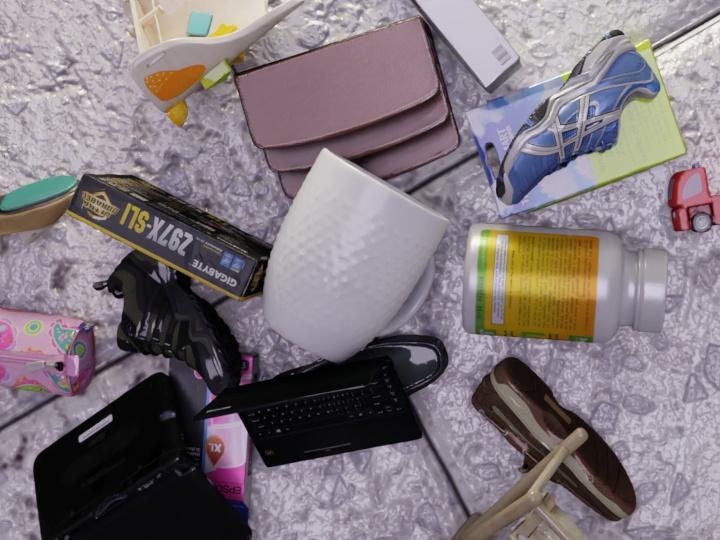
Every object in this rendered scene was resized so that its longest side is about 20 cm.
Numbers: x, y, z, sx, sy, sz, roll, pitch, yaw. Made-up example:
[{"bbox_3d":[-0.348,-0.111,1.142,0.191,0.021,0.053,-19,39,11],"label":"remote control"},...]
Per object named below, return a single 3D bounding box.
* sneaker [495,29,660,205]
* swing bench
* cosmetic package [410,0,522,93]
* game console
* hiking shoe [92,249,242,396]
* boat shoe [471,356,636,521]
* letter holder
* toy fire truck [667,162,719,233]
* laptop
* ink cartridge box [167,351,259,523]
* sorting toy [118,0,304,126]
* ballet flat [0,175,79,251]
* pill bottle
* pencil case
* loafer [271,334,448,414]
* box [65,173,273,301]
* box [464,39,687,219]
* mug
[{"bbox_3d":[0.209,-0.137,1.406,0.077,0.076,0.200,42,98,9],"label":"sneaker"},{"bbox_3d":[0.200,0.303,1.410,0.199,0.130,0.200,46,129,4],"label":"swing bench"},{"bbox_3d":[0.084,-0.273,1.465,0.050,0.083,0.201,-39,86,10],"label":"cosmetic package"},{"bbox_3d":[-0.235,0.240,1.536,0.199,0.116,0.177,-34,49,18],"label":"game console"},{"bbox_3d":[-0.200,0.065,1.509,0.100,0.076,0.201,-39,64,7],"label":"hiking shoe"},{"bbox_3d":[0.195,0.183,1.480,0.203,0.075,0.075,49,120,3],"label":"boat shoe"},{"bbox_3d":[-0.009,-0.158,1.474,0.197,0.101,0.144,-16,92,9],"label":"letter holder"},{"bbox_3d":[0.400,-0.120,1.440,0.197,0.049,0.143,-9,90,9],"label":"toy fire truck"},{"bbox_3d":[-0.046,0.154,1.420,0.175,0.104,0.201,-11,133,12],"label":"laptop"},{"bbox_3d":[-0.162,0.185,1.543,0.093,0.037,0.203,4,95,8],"label":"ink cartridge box"},{"bbox_3d":[-0.143,-0.251,1.463,0.178,0.201,0.107,-29,124,6],"label":"sorting toy"},{"bbox_3d":[-0.384,-0.053,1.560,0.197,0.069,0.064,-11,119,11],"label":"ballet flat"},{"bbox_3d":[0.203,0.014,1.443,0.197,0.111,0.113,4,93,8],"label":"pill bottle"},{"bbox_3d":[-0.381,0.084,1.546,0.197,0.087,0.089,8,93,9],"label":"pencil case"},{"bbox_3d":[-0.005,0.115,1.498,0.198,0.070,0.069,-15,92,9],"label":"loafer"},{"bbox_3d":[-0.182,-0.037,1.473,0.198,0.160,0.050,27,95,6],"label":"box"},{"bbox_3d":[0.218,-0.140,1.466,0.197,0.048,0.124,-20,89,9],"label":"box"},{"bbox_3d":[0.000,0.000,1.443,0.147,0.199,0.177,34,97,43],"label":"mug"}]
